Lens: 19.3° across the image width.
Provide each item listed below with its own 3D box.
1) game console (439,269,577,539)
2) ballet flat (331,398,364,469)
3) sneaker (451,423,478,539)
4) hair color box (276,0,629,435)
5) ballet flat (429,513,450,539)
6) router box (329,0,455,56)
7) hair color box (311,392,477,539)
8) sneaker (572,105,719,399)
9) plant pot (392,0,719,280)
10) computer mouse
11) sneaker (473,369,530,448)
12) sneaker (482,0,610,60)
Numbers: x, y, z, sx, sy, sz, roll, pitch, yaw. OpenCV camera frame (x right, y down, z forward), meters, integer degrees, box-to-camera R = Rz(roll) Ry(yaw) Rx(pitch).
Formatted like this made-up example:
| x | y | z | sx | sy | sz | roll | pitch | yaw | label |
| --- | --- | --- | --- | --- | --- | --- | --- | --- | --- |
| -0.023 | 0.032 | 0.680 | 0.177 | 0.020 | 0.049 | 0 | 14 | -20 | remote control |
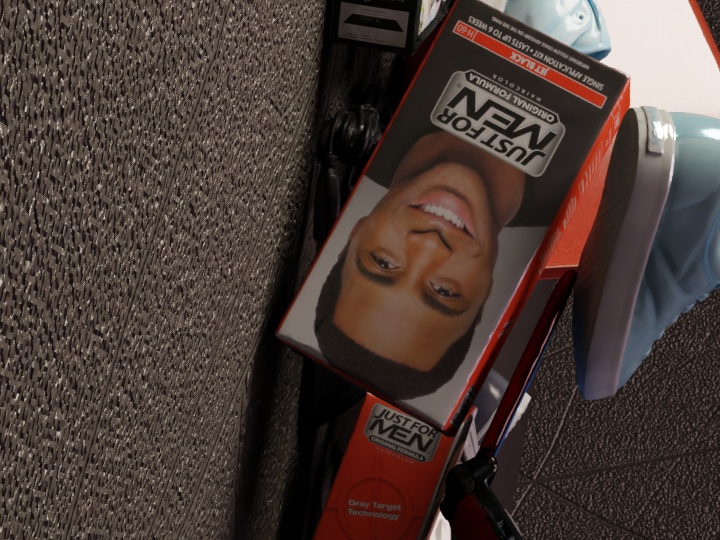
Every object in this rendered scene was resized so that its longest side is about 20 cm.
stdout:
| x | y | z | sx | sy | sz | roll | pitch | yaw | label |
| --- | --- | --- | --- | --- | --- | --- | --- | --- | --- |
| 0.108 | 0.117 | 1.149 | 0.173 | 0.118 | 0.200 | 57 | -5 | 10 | game console |
| 0.007 | 0.121 | 1.371 | 0.072 | 0.067 | 0.202 | -37 | 144 | -49 | ballet flat |
| 0.052 | 0.110 | 1.451 | 0.072 | 0.071 | 0.202 | 180 | -95 | -71 | sneaker |
| 0.050 | -0.028 | 1.090 | 0.201 | 0.101 | 0.061 | -62 | 170 | -4 | hair color box |
| 0.013 | 0.205 | 1.332 | 0.069 | 0.069 | 0.202 | -41 | 152 | -76 | ballet flat |
| 0.036 | -0.217 | 1.158 | 0.200 | 0.051 | 0.151 | -55 | 154 | -65 | router box |
| 0.004 | 0.169 | 1.252 | 0.101 | 0.061 | 0.202 | -20 | 130 | -79 | hair color box |
| 0.158 | 0.001 | 1.079 | 0.201 | 0.081 | 0.074 | 100 | -5 | -52 | sneaker |
| 0.122 | -0.086 | 1.315 | 0.200 | 0.198 | 0.178 | 170 | -85 | -72 | plant pot |
| 0.000 | 0.000 | 1.196 | 0.140 | 0.046 | 0.202 | -41 | 141 | -78 | computer mouse |
| 0.035 | 0.151 | 1.528 | 0.201 | 0.079 | 0.078 | -54 | 177 | -4 | sneaker |
| 0.105 | -0.150 | 1.185 | 0.074 | 0.081 | 0.202 | 52 | 52 | -81 | sneaker |
